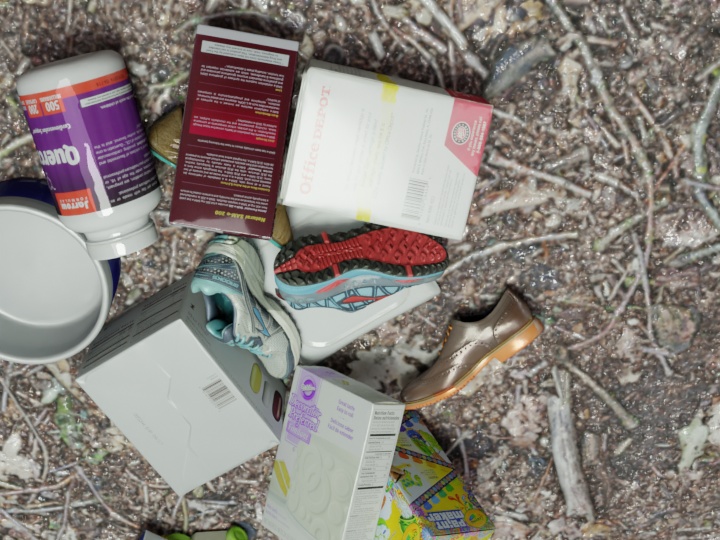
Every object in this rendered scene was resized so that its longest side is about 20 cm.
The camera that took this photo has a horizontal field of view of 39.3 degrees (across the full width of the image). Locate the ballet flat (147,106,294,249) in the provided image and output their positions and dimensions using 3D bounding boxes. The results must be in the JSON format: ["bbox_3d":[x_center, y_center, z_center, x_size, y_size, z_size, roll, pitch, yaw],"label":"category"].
[{"bbox_3d":[-0.138,-0.107,1.095,0.199,0.068,0.073,37,99,-5],"label":"ballet flat"}]

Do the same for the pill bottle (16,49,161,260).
[{"bbox_3d":[-0.274,-0.119,1.045,0.111,0.113,0.203,-12,107,6],"label":"pill bottle"}]

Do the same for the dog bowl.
[{"bbox_3d":[-0.376,0.001,1.143,0.197,0.079,0.203,0,118,0],"label":"dog bowl"}]

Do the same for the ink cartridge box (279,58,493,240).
[{"bbox_3d":[0.024,-0.129,1.063,0.197,0.084,0.147,11,107,-6],"label":"ink cartridge box"}]

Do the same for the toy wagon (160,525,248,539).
[{"bbox_3d":[-0.202,0.412,1.385,0.199,0.040,0.155,38,111,-17],"label":"toy wagon"}]

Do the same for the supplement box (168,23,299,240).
[{"bbox_3d":[-0.128,-0.139,1.035,0.107,0.061,0.203,9,90,-5],"label":"supplement box"}]

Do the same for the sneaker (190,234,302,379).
[{"bbox_3d":[-0.138,0.060,1.154,0.077,0.087,0.202,0,131,36],"label":"sneaker"}]

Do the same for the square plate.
[{"bbox_3d":[-0.037,0.004,1.175,0.198,0.029,0.199,-30,115,14],"label":"square plate"}]

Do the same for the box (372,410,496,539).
[{"bbox_3d":[0.025,0.310,1.227,0.121,0.193,0.201,8,125,-43],"label":"box"}]

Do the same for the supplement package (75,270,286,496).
[{"bbox_3d":[-0.206,0.135,1.197,0.154,0.111,0.201,-29,115,15],"label":"supplement package"}]

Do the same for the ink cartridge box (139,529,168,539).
[{"bbox_3d":[-0.222,0.431,1.347,0.198,0.044,0.094,29,116,-14],"label":"ink cartridge box"}]

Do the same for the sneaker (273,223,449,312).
[{"bbox_3d":[0.000,0.000,1.129,0.197,0.080,0.096,-5,148,-7],"label":"sneaker"}]

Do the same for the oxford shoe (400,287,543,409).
[{"bbox_3d":[0.120,0.095,1.212,0.199,0.071,0.073,-36,93,12],"label":"oxford shoe"}]

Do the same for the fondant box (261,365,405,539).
[{"bbox_3d":[-0.035,0.228,1.174,0.058,0.143,0.203,9,96,-43],"label":"fondant box"}]
